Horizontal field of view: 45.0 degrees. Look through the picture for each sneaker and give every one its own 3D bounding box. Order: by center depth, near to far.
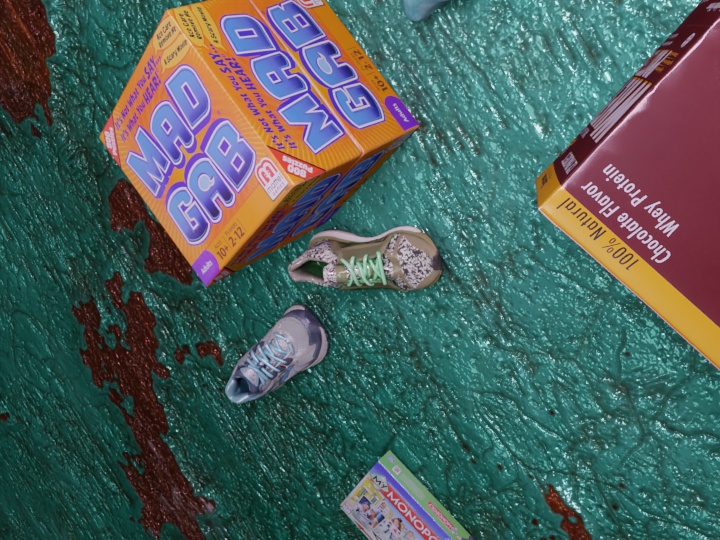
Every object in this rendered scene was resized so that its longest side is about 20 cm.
[{"bbox_3d":[0.000,0.000,0.966,0.199,0.089,0.077,-1,112,41],"label":"sneaker"},{"bbox_3d":[-0.112,0.121,1.130,0.078,0.086,0.200,49,135,8],"label":"sneaker"}]

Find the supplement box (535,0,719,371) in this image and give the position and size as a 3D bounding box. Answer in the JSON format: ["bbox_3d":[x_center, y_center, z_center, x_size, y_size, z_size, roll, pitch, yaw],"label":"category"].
[{"bbox_3d":[0.260,-0.063,0.597,0.197,0.133,0.200,41,108,-2],"label":"supplement box"}]

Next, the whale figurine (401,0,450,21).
[{"bbox_3d":[0.024,-0.320,0.762,0.159,0.104,0.201,-13,103,43],"label":"whale figurine"}]

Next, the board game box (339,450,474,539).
[{"bbox_3d":[0.072,0.345,1.133,0.200,0.029,0.135,45,135,13],"label":"board game box"}]

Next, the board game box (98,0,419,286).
[{"bbox_3d":[-0.107,-0.144,0.903,0.200,0.200,0.200,53,136,5],"label":"board game box"}]
